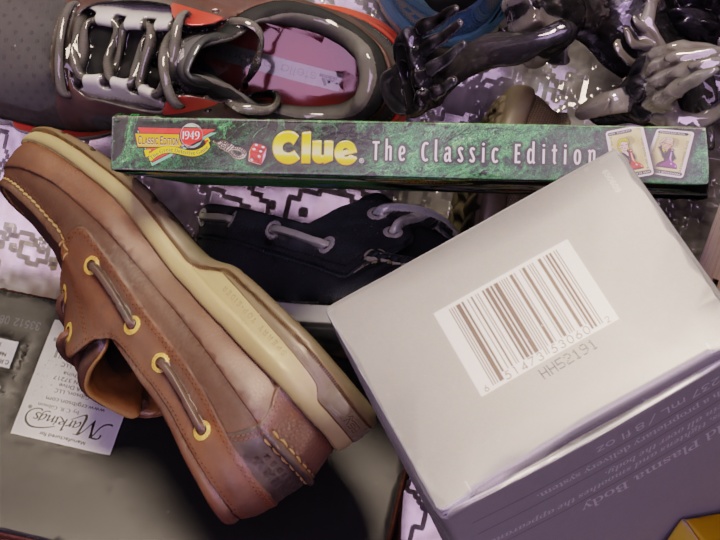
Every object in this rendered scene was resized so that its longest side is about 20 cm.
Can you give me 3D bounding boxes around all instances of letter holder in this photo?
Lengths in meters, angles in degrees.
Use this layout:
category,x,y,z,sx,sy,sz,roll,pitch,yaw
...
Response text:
category,x,y,z,sx,sy,sz,roll,pitch,yaw
letter holder,-0.081,0.098,0.792,0.199,0.142,0.101,11,58,7

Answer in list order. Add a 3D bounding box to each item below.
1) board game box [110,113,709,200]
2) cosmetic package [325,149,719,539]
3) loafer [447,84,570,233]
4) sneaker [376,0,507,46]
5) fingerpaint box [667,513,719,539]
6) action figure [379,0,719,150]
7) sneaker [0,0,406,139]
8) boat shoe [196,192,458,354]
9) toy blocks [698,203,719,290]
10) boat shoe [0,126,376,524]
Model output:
category,x,y,z,sx,sy,sz,roll,pitch,yaw
board game box,0.022,-0.039,0.707,0.199,0.105,0.024,2,92,9
cosmetic package,0.071,0.061,0.655,0.107,0.200,0.090,-30,56,-1
loafer,0.069,0.028,0.793,0.067,0.076,0.201,4,92,-7
sneaker,0.019,-0.186,0.778,0.078,0.090,0.201,-19,91,3
fingerpaint box,0.140,0.166,0.707,0.073,0.166,0.200,54,132,34
action figure,0.093,-0.101,0.728,0.199,0.102,0.119,-10,86,-38
sneaker,-0.077,-0.089,0.789,0.199,0.082,0.077,3,92,2
boat shoe,0.000,0.000,0.750,0.199,0.075,0.061,1,77,42
toy blocks,0.172,0.007,0.744,0.100,0.200,0.137,24,104,26
boat shoe,-0.079,0.015,0.713,0.068,0.072,0.200,-45,51,-6
